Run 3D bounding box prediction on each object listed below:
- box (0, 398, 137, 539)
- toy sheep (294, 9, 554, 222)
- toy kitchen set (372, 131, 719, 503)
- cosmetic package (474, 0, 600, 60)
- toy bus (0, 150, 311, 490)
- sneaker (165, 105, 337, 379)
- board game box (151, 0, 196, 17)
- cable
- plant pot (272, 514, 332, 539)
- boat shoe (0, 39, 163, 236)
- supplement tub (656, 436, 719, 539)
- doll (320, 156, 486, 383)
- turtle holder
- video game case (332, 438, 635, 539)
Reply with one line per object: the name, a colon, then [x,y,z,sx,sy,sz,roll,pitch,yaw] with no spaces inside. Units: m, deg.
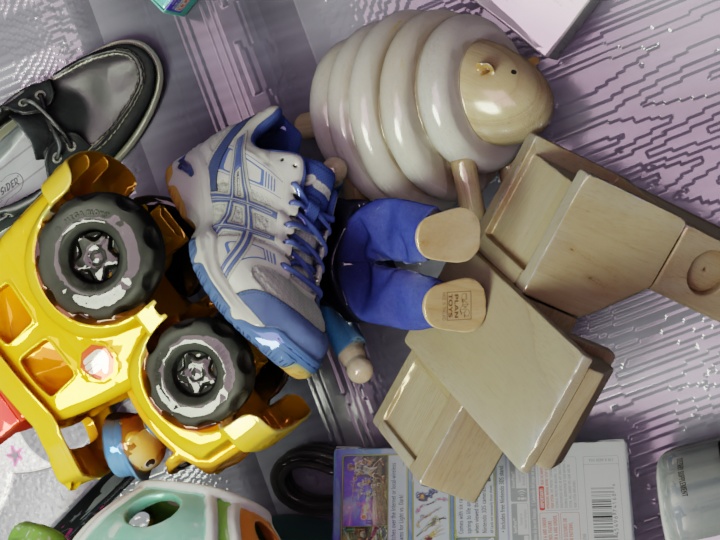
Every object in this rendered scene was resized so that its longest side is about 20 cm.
box: [-0.202,0.091,1.201,0.200,0.115,0.132,-45,83,12]
toy sheep: [0.034,-0.095,1.128,0.199,0.138,0.139,-5,92,37]
toy kitchen set: [0.147,0.063,1.050,0.180,0.163,0.201,23,103,-28]
cosmetic package: [0.068,-0.226,1.149,0.200,0.051,0.083,40,103,9]
toy bus: [-0.155,0.060,1.066,0.192,0.136,0.200,-40,85,7]
sneaker: [-0.050,-0.026,1.042,0.088,0.075,0.200,-37,44,9]
board game box: [-0.114,-0.292,1.194,0.152,0.045,0.200,44,101,8]
cable: [0.042,0.136,1.192,0.199,0.050,0.098,-14,107,26]
plant pot: [-0.063,0.268,1.152,0.199,0.161,0.202,1,93,14]
boat shoe: [-0.220,-0.084,1.220,0.199,0.066,0.075,-32,85,13]
supplement tub: [0.285,0.144,1.078,0.199,0.122,0.123,-16,89,14]
doll: [0.000,0.000,1.091,0.048,0.200,0.137,-10,99,-30]
turtle holder: [-0.115,0.192,1.028,0.185,0.140,0.132,-14,57,53]
video game case: [0.073,0.198,1.072,0.180,0.046,0.201,-1,55,3]
